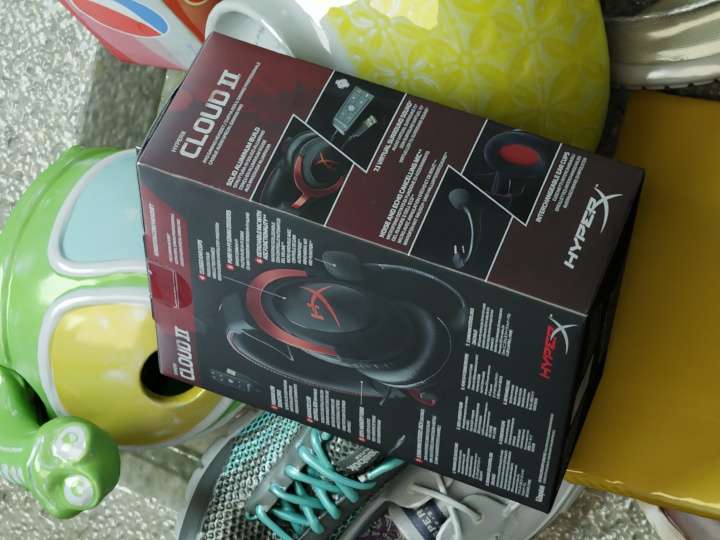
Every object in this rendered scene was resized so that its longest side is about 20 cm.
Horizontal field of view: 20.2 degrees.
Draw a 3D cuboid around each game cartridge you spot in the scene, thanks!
[{"bbox_3d":[0.188,0.023,0.847,0.199,0.032,0.178,12,80,25],"label":"game cartridge"}]

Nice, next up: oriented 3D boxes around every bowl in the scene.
[{"bbox_3d":[0.000,-0.098,0.855,0.200,0.107,0.201,41,149,31],"label":"bowl"}]

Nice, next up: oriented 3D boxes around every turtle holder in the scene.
[{"bbox_3d":[-0.107,0.018,0.935,0.131,0.185,0.142,3,106,32],"label":"turtle holder"}]

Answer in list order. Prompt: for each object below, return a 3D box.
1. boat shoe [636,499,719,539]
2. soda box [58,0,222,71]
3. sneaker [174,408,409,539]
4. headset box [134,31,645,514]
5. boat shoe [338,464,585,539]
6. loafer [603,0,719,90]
[{"bbox_3d":[0.212,0.133,0.870,0.200,0.070,0.071,38,120,6],"label":"boat shoe"},{"bbox_3d":[-0.113,-0.158,0.900,0.070,0.200,0.064,11,75,25],"label":"soda box"},{"bbox_3d":[-0.015,0.080,0.914,0.077,0.091,0.201,35,85,-10],"label":"sneaker"},{"bbox_3d":[0.000,0.000,0.800,0.199,0.075,0.149,18,146,12],"label":"headset box"},{"bbox_3d":[0.037,0.114,0.951,0.200,0.068,0.072,-41,81,26],"label":"boat shoe"},{"bbox_3d":[0.183,-0.122,0.838,0.198,0.076,0.069,-13,93,18],"label":"loafer"}]
